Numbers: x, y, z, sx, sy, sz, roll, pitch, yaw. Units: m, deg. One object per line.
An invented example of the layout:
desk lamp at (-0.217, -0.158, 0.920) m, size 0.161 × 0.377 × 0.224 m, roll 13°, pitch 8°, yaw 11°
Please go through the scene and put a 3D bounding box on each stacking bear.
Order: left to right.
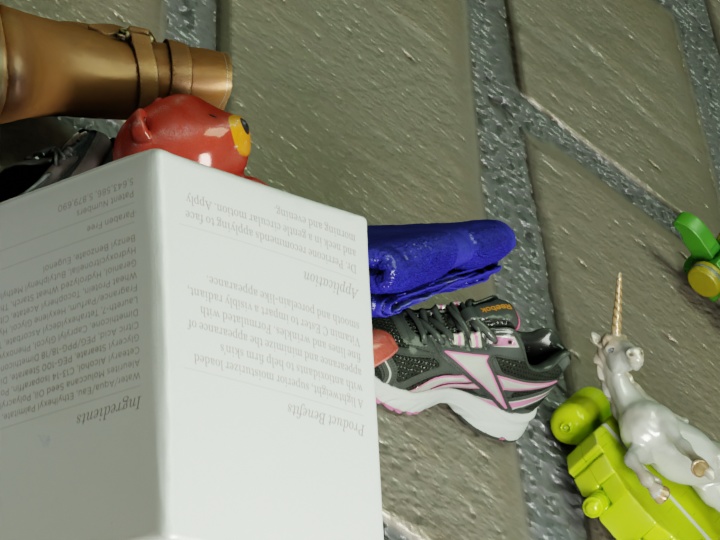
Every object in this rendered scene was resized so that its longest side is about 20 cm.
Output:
stacking bear at (-0.078, -0.011, 1.751) m, size 0.201 × 0.113 × 0.121 m, roll 64°, pitch 19°, yaw -4°

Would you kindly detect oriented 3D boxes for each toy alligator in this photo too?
toy alligator at (0.338, 0.029, 2.520) m, size 0.200 × 0.054 × 0.059 m, roll 41°, pitch 59°, yaw 0°

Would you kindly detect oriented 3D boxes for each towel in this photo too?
towel at (0.000, 0.000, 1.936) m, size 0.200 × 0.147 × 0.050 m, roll -13°, pitch 99°, yaw -63°

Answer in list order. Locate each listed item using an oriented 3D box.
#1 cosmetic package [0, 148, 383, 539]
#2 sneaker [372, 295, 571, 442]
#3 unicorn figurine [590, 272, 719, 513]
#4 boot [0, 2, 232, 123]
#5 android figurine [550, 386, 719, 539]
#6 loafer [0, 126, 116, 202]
cosmetic package at (-0.102, 0.068, 1.502) m, size 0.165 × 0.165 × 0.201 m, roll 18°, pitch 63°, yaw -47°
sneaker at (0.063, 0.047, 1.995) m, size 0.200 × 0.086 × 0.080 m, roll 17°, pitch 34°, yaw -46°
unicorn figurine at (0.224, 0.121, 2.081) m, size 0.200 × 0.074 × 0.137 m, roll 50°, pitch 7°, yaw -30°
boot at (-0.156, -0.114, 1.800) m, size 0.155 × 0.077 × 0.200 m, roll 9°, pitch 1°, yaw -4°
android figurine at (0.208, 0.160, 2.114) m, size 0.182 × 0.041 × 0.200 m, roll 48°, pitch 23°, yaw 3°
loafer at (-0.192, -0.043, 1.743) m, size 0.063 × 0.072 × 0.200 m, roll 37°, pitch 27°, yaw -9°
